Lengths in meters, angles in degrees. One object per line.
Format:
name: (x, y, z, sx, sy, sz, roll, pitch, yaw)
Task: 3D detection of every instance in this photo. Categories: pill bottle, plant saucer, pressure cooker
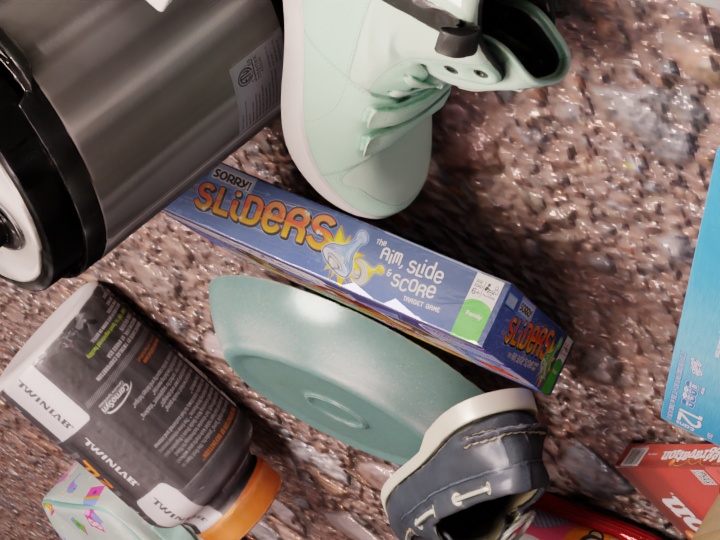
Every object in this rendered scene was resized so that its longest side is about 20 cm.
pill bottle: (-0.149, 0.109, 1.192, 0.200, 0.106, 0.106, 43, 153, -12)
plant saucer: (-0.008, 0.069, 0.984, 0.200, 0.036, 0.200, 26, 163, 8)
pressure cooker: (-0.145, -0.091, 0.744, 0.179, 0.200, 0.176, 6, 133, 57)

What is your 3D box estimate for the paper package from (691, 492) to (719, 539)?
paper package: (0.272, 0.145, 0.746, 0.191, 0.104, 0.200, 42, 152, -9)

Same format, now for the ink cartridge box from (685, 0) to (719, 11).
ink cartridge box: (0.119, -0.155, 0.521, 0.200, 0.044, 0.174, 22, 151, 27)

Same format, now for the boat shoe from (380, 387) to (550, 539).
boat shoe: (0.062, 0.130, 0.933, 0.200, 0.075, 0.062, 118, 141, -58)

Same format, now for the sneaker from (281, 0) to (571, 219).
sneaker: (0.029, -0.076, 0.713, 0.118, 0.074, 0.201, 29, 150, 28)

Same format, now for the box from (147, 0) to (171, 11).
box: (-0.060, -0.200, 0.598, 0.112, 0.101, 0.200, 39, 153, -4)

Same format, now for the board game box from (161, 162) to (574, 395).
board game box: (0.000, 0.000, 0.857, 0.200, 0.034, 0.135, 24, 176, 23)

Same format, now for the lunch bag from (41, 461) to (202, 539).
lunch bag: (-0.166, 0.241, 1.452, 0.200, 0.077, 0.160, 49, 150, -22)

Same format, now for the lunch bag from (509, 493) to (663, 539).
lunch bag: (0.156, 0.231, 1.042, 0.176, 0.082, 0.200, 15, 145, 35)

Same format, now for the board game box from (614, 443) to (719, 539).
board game box: (0.233, 0.164, 0.902, 0.200, 0.019, 0.103, 44, 161, -13)

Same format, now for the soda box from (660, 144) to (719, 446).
soda box: (0.174, 0.003, 0.680, 0.068, 0.064, 0.200, 26, 152, 19)
